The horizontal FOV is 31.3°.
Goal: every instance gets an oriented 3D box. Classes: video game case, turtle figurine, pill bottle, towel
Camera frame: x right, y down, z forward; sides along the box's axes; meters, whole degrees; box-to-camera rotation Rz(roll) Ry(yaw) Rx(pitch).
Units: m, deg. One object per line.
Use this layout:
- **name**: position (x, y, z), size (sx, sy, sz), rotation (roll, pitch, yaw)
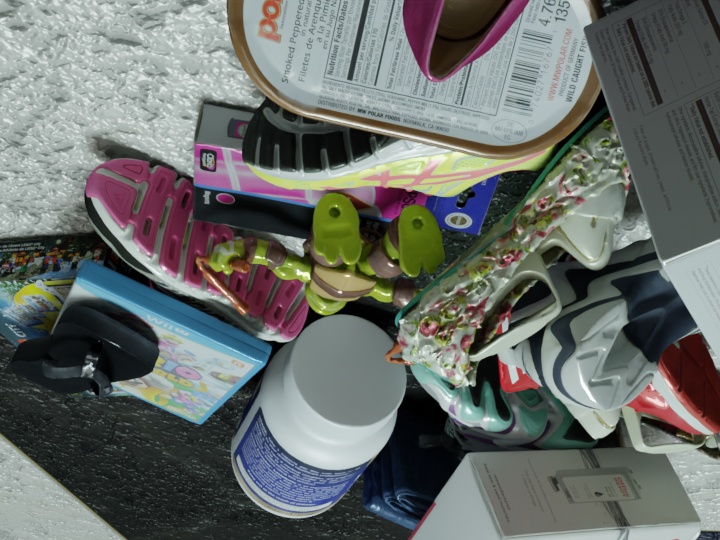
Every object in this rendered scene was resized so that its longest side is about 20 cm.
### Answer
- **video game case**: position (-0.158, 0.060, 0.960), size (0.142, 0.018, 0.200), rotation (26, 154, -11)
- **turtle figurine**: position (0.000, 0.000, 0.826), size (0.198, 0.065, 0.161), rotation (22, 159, -10)
- **pill bottle**: position (-0.035, 0.121, 1.058), size (0.114, 0.117, 0.200), rotation (14, 150, -10)
- **towel**: position (0.093, 0.193, 1.155), size (0.198, 0.113, 0.049), rotation (24, 133, -26)

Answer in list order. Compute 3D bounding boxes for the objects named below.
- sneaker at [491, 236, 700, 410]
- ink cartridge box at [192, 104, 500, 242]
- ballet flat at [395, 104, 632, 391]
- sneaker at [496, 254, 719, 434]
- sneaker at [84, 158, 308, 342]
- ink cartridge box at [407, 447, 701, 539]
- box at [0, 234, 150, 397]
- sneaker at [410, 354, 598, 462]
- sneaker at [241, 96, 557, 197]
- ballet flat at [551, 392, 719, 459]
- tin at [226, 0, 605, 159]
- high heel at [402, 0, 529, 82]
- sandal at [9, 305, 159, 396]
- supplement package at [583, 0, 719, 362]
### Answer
- **sneaker**: position (0.166, 0.011, 0.818), size (0.129, 0.199, 0.080), rotation (10, 135, 57)
- **ink cartridge box**: position (-0.011, -0.053, 0.841), size (0.197, 0.038, 0.095), rotation (8, 150, -3)
- **ballet flat**: position (0.106, -0.008, 0.753), size (0.200, 0.064, 0.076), rotation (-46, 158, 5)
- **sneaker**: position (0.175, 0.066, 0.948), size (0.115, 0.079, 0.200), rotation (-26, 123, 37)
- **sneaker**: position (-0.129, -0.004, 0.913), size (0.087, 0.075, 0.199), rotation (-15, 142, 38)
- **ink cartridge box**: position (0.154, 0.220, 1.055), size (0.198, 0.083, 0.147), rotation (2, 136, -27)
- **box**: position (-0.221, 0.042, 1.049), size (0.135, 0.038, 0.201), rotation (-2, 148, 19)
- **sneaker**: position (0.086, 0.118, 1.060), size (0.199, 0.079, 0.139), rotation (28, 144, -30)
- **sneaker**: position (0.026, -0.073, 0.755), size (0.197, 0.079, 0.090), rotation (-5, 150, 20)
- **ballet flat**: position (0.213, 0.103, 1.010), size (0.198, 0.072, 0.069), rotation (19, 152, -16)
- **tin**: position (0.030, -0.123, 0.649), size (0.197, 0.042, 0.113), rotation (11, 106, -6)
- **high heel**: position (0.078, -0.169, 0.528), size (0.067, 0.097, 0.200), rotation (29, 129, -19)
- **sandal**: position (-0.206, 0.073, 0.949), size (0.076, 0.043, 0.200), rotation (30, 154, -20)
- **supplement package**: position (0.234, -0.062, 0.599), size (0.198, 0.152, 0.152), rotation (-24, 140, 18)
